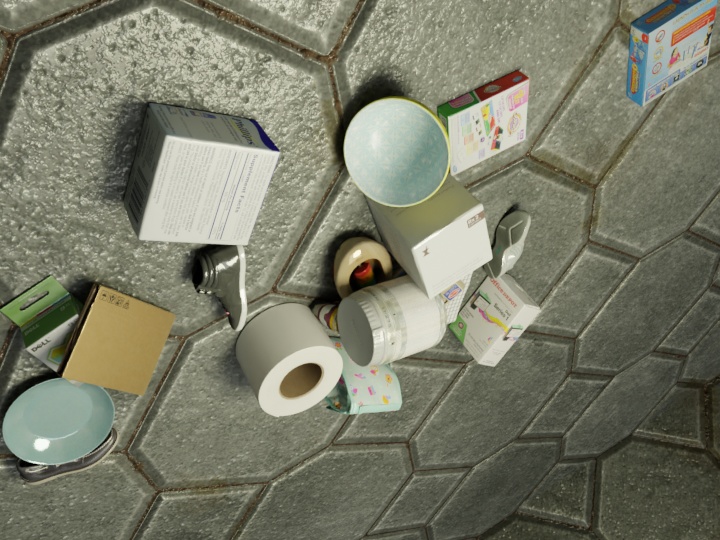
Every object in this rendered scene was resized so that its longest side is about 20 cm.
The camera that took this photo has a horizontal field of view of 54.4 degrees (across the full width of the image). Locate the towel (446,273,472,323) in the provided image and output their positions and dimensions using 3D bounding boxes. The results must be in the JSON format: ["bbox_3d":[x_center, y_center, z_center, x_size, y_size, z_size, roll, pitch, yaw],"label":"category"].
[{"bbox_3d":[0.175,0.041,1.668,0.163,0.086,0.203,-13,133,-30],"label":"towel"}]

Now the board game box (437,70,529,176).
[{"bbox_3d":[0.253,-0.299,1.435,0.197,0.040,0.155,-27,139,-15],"label":"board game box"}]

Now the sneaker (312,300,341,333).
[{"bbox_3d":[-0.023,0.104,1.579,0.199,0.089,0.076,21,93,-55],"label":"sneaker"}]

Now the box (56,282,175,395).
[{"bbox_3d":[-0.429,0.129,1.251,0.200,0.021,0.166,36,73,-59],"label":"box"}]

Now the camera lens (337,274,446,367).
[{"bbox_3d":[0.070,0.102,1.466,0.197,0.160,0.162,-15,136,-30],"label":"camera lens"}]

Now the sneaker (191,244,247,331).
[{"bbox_3d":[-0.271,0.037,1.335,0.097,0.071,0.203,-14,129,-24],"label":"sneaker"}]

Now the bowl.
[{"bbox_3d":[0.077,-0.230,1.295,0.203,0.197,0.108,-67,175,30],"label":"bowl"}]

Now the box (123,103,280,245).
[{"bbox_3d":[-0.258,-0.150,1.135,0.197,0.105,0.186,2,126,-38],"label":"box"}]

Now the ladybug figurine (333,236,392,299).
[{"bbox_3d":[0.000,0.000,1.499,0.134,0.072,0.202,-31,141,-11],"label":"ladybug figurine"}]

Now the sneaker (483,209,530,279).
[{"bbox_3d":[0.372,-0.071,1.732,0.079,0.071,0.202,-18,143,-36],"label":"sneaker"}]

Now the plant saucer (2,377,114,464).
[{"bbox_3d":[-0.573,0.278,1.335,0.198,0.039,0.205,-15,124,-24],"label":"plant saucer"}]

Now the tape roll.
[{"bbox_3d":[-0.154,0.191,1.510,0.200,0.140,0.205,-21,138,-20],"label":"tape roll"}]

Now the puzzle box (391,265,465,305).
[{"bbox_3d":[0.123,0.050,1.569,0.200,0.133,0.025,-45,-174,35],"label":"puzzle box"}]

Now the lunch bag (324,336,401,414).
[{"bbox_3d":[-0.012,0.259,1.636,0.168,0.201,0.123,8,123,-42],"label":"lunch bag"}]

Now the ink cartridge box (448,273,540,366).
[{"bbox_3d":[0.347,0.123,1.826,0.083,0.145,0.201,15,117,-44],"label":"ink cartridge box"}]

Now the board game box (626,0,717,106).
[{"bbox_3d":[0.694,-0.503,1.569,0.198,0.056,0.197,-32,140,-9],"label":"board game box"}]

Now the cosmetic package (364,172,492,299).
[{"bbox_3d":[0.138,-0.090,1.417,0.163,0.201,0.166,-31,139,-6],"label":"cosmetic package"}]

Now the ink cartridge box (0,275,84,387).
[{"bbox_3d":[-0.514,0.111,1.220,0.103,0.060,0.201,-33,140,-6],"label":"ink cartridge box"}]

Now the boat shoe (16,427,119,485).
[{"bbox_3d":[-0.583,0.361,1.396,0.197,0.073,0.063,-22,142,-12],"label":"boat shoe"}]
